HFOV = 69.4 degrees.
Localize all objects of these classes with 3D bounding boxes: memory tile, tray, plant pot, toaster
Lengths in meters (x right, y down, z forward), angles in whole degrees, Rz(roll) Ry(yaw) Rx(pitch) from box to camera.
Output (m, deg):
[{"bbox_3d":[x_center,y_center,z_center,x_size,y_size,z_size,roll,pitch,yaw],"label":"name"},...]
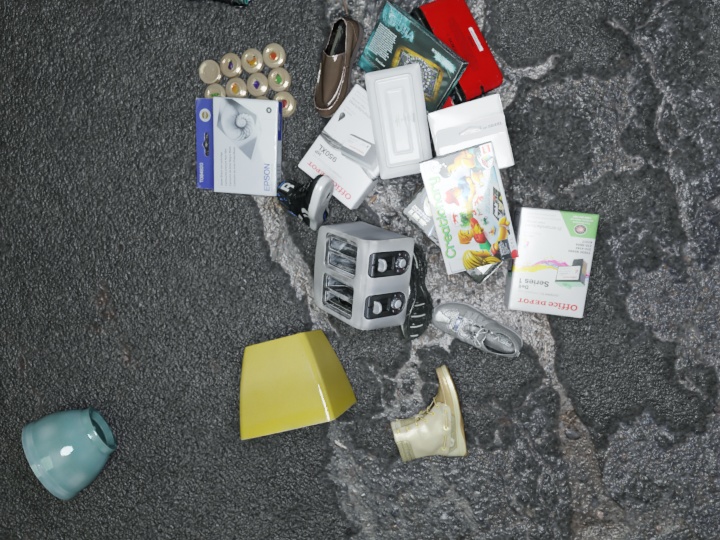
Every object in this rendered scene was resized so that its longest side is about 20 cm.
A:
[{"bbox_3d":[-0.244,-0.393,1.116,0.198,0.017,0.155,-9,95,12],"label":"memory tile"},{"bbox_3d":[0.074,-0.282,0.986,0.106,0.022,0.202,-8,98,8],"label":"tray"},{"bbox_3d":[-0.141,0.227,1.100,0.198,0.200,0.178,-15,83,12],"label":"plant pot"},{"bbox_3d":[0.000,0.000,1.038,0.199,0.118,0.183,24,114,47],"label":"toaster"},{"bbox_3d":[-0.666,0.409,1.223,0.134,0.200,0.201,-30,91,-15],"label":"plant pot"}]

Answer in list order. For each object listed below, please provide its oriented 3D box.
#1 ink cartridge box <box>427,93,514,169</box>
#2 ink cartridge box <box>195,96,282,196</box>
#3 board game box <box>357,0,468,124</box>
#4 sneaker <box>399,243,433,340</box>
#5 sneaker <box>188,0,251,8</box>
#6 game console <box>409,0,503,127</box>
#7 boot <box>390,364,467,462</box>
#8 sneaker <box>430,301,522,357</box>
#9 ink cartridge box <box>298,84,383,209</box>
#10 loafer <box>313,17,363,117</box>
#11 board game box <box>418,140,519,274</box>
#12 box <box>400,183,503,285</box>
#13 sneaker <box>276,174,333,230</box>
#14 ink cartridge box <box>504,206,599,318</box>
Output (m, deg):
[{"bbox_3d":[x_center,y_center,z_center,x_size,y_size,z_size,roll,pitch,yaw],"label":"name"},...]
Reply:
[{"bbox_3d":[0.201,-0.234,0.963,0.127,0.200,0.126,-14,95,12],"label":"ink cartridge box"},{"bbox_3d":[-0.267,-0.266,1.114,0.198,0.041,0.202,5,104,9],"label":"ink cartridge box"},{"bbox_3d":[0.096,-0.398,1.000,0.200,0.028,0.136,45,130,14],"label":"board game box"},{"bbox_3d":[0.101,0.044,1.084,0.073,0.079,0.202,-5,94,-26],"label":"sneaker"},{"bbox_3d":[-0.276,-0.583,1.068,0.198,0.075,0.080,-11,98,12],"label":"sneaker"},{"bbox_3d":[0.155,-0.412,1.041,0.171,0.119,0.201,-29,93,-19],"label":"game console"},{"bbox_3d":[0.138,0.309,1.111,0.154,0.073,0.202,-10,101,9],"label":"boot"},{"bbox_3d":[0.240,0.120,1.062,0.198,0.082,0.075,18,100,8],"label":"sneaker"},{"bbox_3d":[-0.008,-0.245,1.058,0.144,0.084,0.200,39,102,2],"label":"ink cartridge box"},{"bbox_3d":[-0.057,-0.412,1.045,0.073,0.071,0.202,17,97,26],"label":"loafer"},{"bbox_3d":[0.185,-0.104,0.889,0.125,0.035,0.202,-15,102,13],"label":"board game box"},{"bbox_3d":[0.184,-0.080,1.005,0.200,0.164,0.086,43,103,3],"label":"box"},{"bbox_3d":[-0.119,-0.150,1.036,0.111,0.200,0.073,33,72,3],"label":"sneaker"},{"bbox_3d":[0.369,-0.018,1.020,0.143,0.084,0.202,7,99,9],"label":"ink cartridge box"}]
